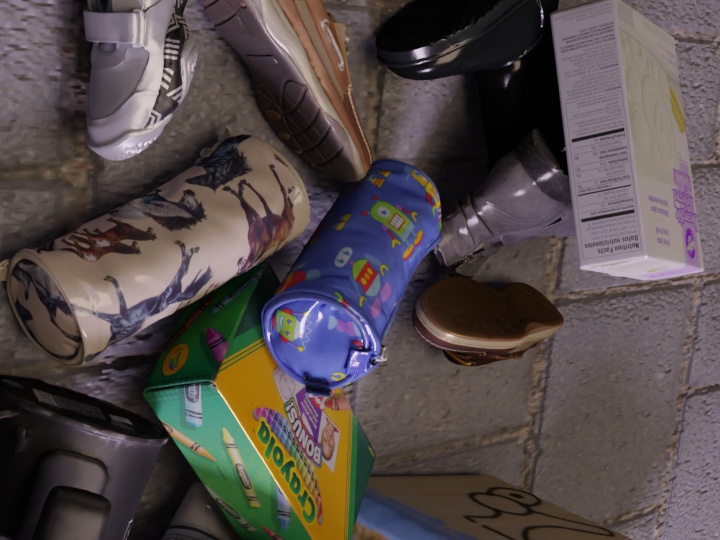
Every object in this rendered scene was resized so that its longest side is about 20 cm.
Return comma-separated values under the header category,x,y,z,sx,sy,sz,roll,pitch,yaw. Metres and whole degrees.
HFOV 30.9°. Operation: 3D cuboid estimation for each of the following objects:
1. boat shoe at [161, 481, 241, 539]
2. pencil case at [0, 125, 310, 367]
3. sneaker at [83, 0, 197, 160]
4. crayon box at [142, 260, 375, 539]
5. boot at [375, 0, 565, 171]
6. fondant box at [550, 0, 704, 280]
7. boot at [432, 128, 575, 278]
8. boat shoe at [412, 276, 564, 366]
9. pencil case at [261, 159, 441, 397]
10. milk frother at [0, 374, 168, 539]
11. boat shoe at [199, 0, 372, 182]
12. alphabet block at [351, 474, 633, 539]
category,x,y,z,sx,sy,sz,roll,pitch,yaw
boat shoe,-0.070,0.224,0.970,0.200,0.073,0.067,53,46,-45
pencil case,-0.132,-0.017,0.838,0.200,0.089,0.078,-32,151,-32
sneaker,-0.151,-0.174,0.775,0.115,0.075,0.201,22,82,-45
crayon box,-0.064,0.108,0.905,0.201,0.058,0.119,63,31,-33
boot,0.105,-0.152,1.033,0.198,0.073,0.163,-37,131,-28
fondant box,0.212,-0.098,1.024,0.144,0.058,0.201,7,76,-58
boot,0.134,-0.041,1.076,0.131,0.070,0.200,-38,146,19
boat shoe,0.097,0.053,1.078,0.072,0.072,0.200,-50,157,23
pencil case,0.000,0.000,0.909,0.078,0.087,0.200,-61,180,38
milk frother,-0.240,0.155,0.764,0.199,0.181,0.189,19,88,-2
boat shoe,-0.035,-0.146,0.894,0.072,0.076,0.200,-49,133,-24
alphabet block,0.086,0.286,1.060,0.199,0.195,0.197,9,98,-44
